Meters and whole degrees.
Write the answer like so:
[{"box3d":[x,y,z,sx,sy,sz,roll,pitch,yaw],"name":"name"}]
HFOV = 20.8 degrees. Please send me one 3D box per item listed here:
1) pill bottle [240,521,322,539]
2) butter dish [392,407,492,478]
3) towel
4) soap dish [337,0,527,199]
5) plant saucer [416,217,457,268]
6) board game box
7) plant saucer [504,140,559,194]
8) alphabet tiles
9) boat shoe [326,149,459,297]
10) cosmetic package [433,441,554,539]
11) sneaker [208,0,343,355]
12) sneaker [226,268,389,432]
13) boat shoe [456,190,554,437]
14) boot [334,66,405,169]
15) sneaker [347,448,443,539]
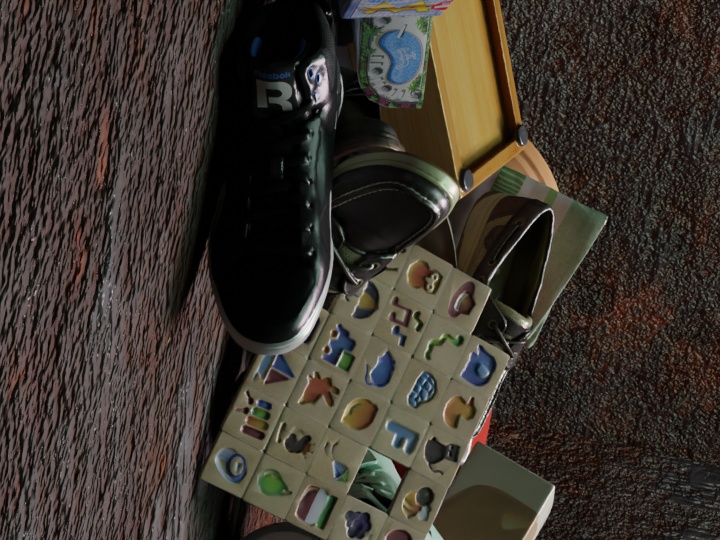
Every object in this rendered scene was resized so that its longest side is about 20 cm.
[{"box3d":[-0.050,0.250,1.460,0.200,0.108,0.110,82,19,-71],"name":"pill bottle"},{"box3d":[0.005,0.075,1.573,0.199,0.147,0.201,17,81,-40],"name":"butter dish"},{"box3d":[0.080,-0.031,1.602,0.153,0.199,0.023,-63,-178,38],"name":"towel"},{"box3d":[0.049,-0.146,1.402,0.157,0.081,0.201,-37,118,-57],"name":"soap dish"},{"box3d":[0.000,0.000,1.433,0.200,0.032,0.202,6,82,-50],"name":"plant saucer"},{"box3d":[0.009,-0.196,1.142,0.201,0.061,0.201,95,-11,-52],"name":"board game box"},{"box3d":[0.069,-0.051,1.641,0.038,0.199,0.201,-57,159,-48],"name":"plant saucer"},{"box3d":[0.006,0.079,1.292,0.201,0.167,0.008,-65,-158,-8],"name":"alphabet tiles"},{"box3d":[-0.012,-0.015,1.189,0.200,0.073,0.065,-28,-146,55],"name":"boat shoe"},{"box3d":[0.068,0.241,1.489,0.201,0.071,0.105,-58,168,-15],"name":"cosmetic package"},{"box3d":[-0.051,-0.064,1.096,0.112,0.072,0.201,82,11,-63],"name":"sneaker"},{"box3d":[-0.017,0.044,1.338,0.085,0.074,0.201,37,80,-42],"name":"sneaker"},{"box3d":[0.101,0.035,1.514,0.072,0.066,0.202,25,75,-39],"name":"boat shoe"},{"box3d":[-0.018,-0.096,1.252,0.200,0.074,0.098,155,-62,-72],"name":"boot"},{"box3d":[-0.010,0.146,1.384,0.074,0.200,0.118,-43,158,-5],"name":"sneaker"}]
